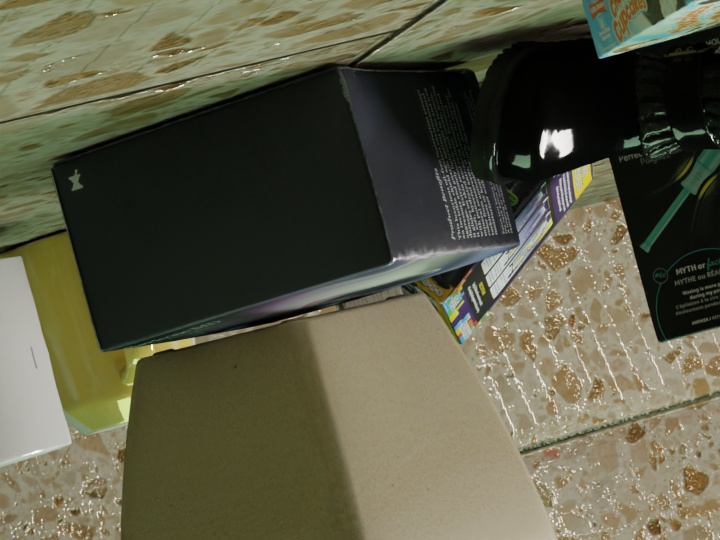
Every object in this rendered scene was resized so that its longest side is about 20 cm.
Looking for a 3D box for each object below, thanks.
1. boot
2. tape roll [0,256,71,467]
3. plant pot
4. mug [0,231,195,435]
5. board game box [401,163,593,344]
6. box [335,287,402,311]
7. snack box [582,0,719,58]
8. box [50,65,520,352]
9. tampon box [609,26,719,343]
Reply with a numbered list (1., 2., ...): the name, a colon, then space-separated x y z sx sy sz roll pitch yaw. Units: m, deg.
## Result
1. boot: 0.172 -0.094 1.485 0.158 0.080 0.211 12 -157 29
2. tape roll: -0.315 0.084 1.743 0.202 0.139 0.203 -15 178 -1
3. plant pot: -0.027 0.117 1.511 0.200 0.177 0.200 -14 178 38
4. mug: -0.201 0.045 1.935 0.149 0.153 0.187 -16 177 18
5. board game box: 0.094 -0.040 1.772 0.165 0.057 0.200 -53 169 -5
6. box: 0.000 0.000 1.626 0.041 0.200 0.039 -16 174 -12
7. snack box: 0.199 -0.156 1.276 0.116 0.037 0.200 -16 178 -14
8. box: -0.041 -0.037 1.486 0.200 0.124 0.198 -17 176 25
9. tampon box: 0.258 -0.070 1.669 0.150 0.200 0.126 -15 178 24
